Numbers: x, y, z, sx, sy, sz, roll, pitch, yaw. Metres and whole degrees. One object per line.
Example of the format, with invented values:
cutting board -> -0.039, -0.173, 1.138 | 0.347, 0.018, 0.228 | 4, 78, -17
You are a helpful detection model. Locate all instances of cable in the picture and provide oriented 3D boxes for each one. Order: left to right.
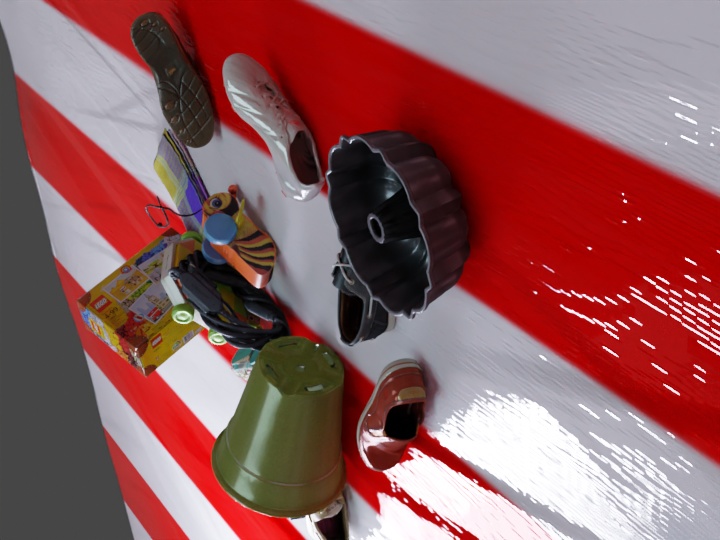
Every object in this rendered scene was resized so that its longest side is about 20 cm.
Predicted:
cable -> -0.179, 0.049, 1.759 | 0.199, 0.163, 0.051 | 39, 104, 10

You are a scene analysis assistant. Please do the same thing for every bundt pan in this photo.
bundt pan -> 0.045, -0.057, 1.292 | 0.202, 0.075, 0.204 | 44, 146, 40

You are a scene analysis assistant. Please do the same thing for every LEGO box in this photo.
LEGO box -> -0.317, 0.047, 1.935 | 0.148, 0.200, 0.078 | 33, 148, 28

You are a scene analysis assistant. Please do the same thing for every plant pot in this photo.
plant pot -> -0.097, 0.200, 1.706 | 0.200, 0.198, 0.192 | 46, 135, 37

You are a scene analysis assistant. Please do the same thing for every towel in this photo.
towel -> -0.277, -0.114, 1.965 | 0.202, 0.023, 0.144 | 63, 155, 9

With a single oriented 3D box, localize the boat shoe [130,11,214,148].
boat shoe -> -0.259, -0.275, 1.756 | 0.068, 0.071, 0.202 | -83, -30, -71

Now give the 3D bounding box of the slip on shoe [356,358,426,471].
slip on shoe -> 0.040, 0.191, 1.512 | 0.202, 0.073, 0.062 | 105, 154, -47

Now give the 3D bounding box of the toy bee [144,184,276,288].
toy bee -> -0.189, -0.071, 1.755 | 0.200, 0.109, 0.131 | 44, 148, -8

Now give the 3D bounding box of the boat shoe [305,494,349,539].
boat shoe -> -0.053, 0.344, 1.847 | 0.066, 0.074, 0.202 | 34, 150, 44

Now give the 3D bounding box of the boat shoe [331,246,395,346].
boat shoe -> 0.000, 0.000, 1.447 | 0.072, 0.067, 0.203 | 42, 144, 46

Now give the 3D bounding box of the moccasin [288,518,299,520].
moccasin -> -0.137, 0.317, 1.990 | 0.200, 0.067, 0.081 | 45, 148, 40

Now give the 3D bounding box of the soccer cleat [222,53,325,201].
soccer cleat -> -0.100, -0.180, 1.505 | 0.202, 0.069, 0.077 | 62, 151, -4

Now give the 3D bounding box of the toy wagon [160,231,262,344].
toy wagon -> -0.213, 0.035, 1.839 | 0.039, 0.199, 0.157 | -33, 39, 31

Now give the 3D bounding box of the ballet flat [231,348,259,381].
ballet flat -> -0.141, 0.136, 1.867 | 0.064, 0.076, 0.200 | 38, 163, -12
